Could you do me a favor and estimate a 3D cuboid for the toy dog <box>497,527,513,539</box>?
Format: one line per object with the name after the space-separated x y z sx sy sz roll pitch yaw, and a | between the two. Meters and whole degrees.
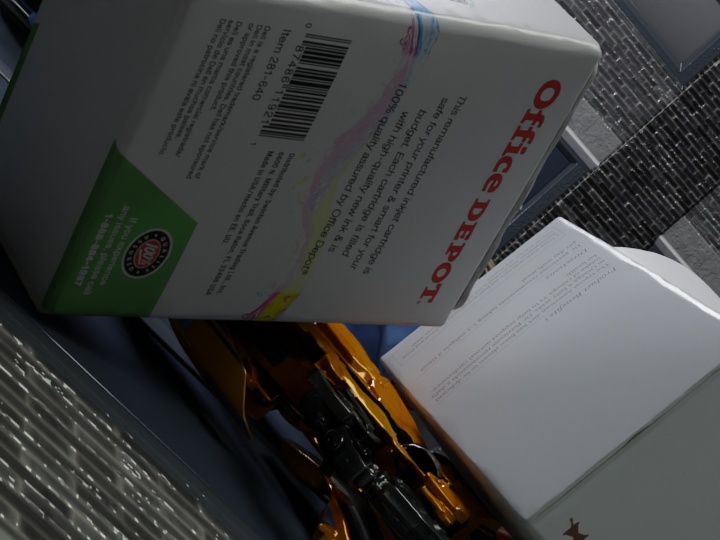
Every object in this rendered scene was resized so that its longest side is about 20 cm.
0.150 0.129 0.985 0.096 0.200 0.132 40 -25 37 | toy dog

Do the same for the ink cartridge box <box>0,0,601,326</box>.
-0.027 -0.059 0.678 0.199 0.145 0.084 3 37 -40 | ink cartridge box

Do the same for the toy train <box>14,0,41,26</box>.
-0.120 -0.123 1.026 0.200 0.087 0.114 46 1 -23 | toy train

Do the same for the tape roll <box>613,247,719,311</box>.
0.168 0.101 1.104 0.203 0.203 0.139 46 6 -21 | tape roll

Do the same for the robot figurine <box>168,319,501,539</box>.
-0.015 0.063 0.752 0.200 0.058 0.145 51 7 22 | robot figurine

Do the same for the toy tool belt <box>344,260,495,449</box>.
0.000 0.000 0.932 0.200 0.125 0.123 53 1 17 | toy tool belt

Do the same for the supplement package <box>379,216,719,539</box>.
0.109 0.075 0.763 0.118 0.117 0.200 54 -3 -22 | supplement package
